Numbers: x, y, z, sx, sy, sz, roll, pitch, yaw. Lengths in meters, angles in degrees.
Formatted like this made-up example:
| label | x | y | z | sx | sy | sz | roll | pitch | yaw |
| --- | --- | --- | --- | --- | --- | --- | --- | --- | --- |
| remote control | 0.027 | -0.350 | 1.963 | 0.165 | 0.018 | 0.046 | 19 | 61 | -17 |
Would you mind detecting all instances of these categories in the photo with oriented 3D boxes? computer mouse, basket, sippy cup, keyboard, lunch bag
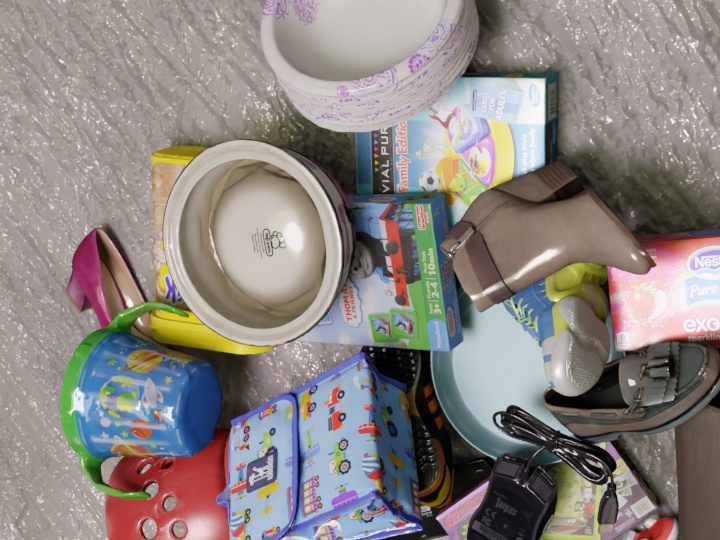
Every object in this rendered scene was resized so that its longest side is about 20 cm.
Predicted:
| label | x | y | z | sx | sy | sz | roll | pitch | yaw |
| --- | --- | --- | --- | --- | --- | --- | --- | --- | --- |
| computer mouse | 0.182 | 0.227 | 1.337 | 0.139 | 0.046 | 0.202 | 23 | 123 | 23 |
| basket | 0.361 | 0.201 | 1.266 | 0.178 | 0.136 | 0.203 | 10 | 111 | 17 |
| sippy cup | -0.216 | 0.133 | 1.412 | 0.129 | 0.140 | 0.180 | 5 | 113 | 23 |
| keyboard | 0.055 | 0.235 | 1.463 | 0.197 | 0.040 | 0.105 | -16 | 106 | 13 |
| lunch bag | -0.051 | 0.192 | 1.326 | 0.198 | 0.094 | 0.152 | -23 | 53 | 23 |

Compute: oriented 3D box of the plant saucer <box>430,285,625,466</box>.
| label | x | y | z | sx | sy | sz | roll | pitch | yaw |
| --- | --- | --- | --- | --- | --- | --- | --- | --- | --- |
| plant saucer | 0.166 | 0.090 | 1.364 | 0.197 | 0.027 | 0.203 | 1 | 92 | 23 |

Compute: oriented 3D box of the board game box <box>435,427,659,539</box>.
| label | x | y | z | sx | sy | sz | roll | pitch | yaw |
| --- | --- | --- | --- | --- | --- | --- | --- | --- | --- |
| board game box | 0.188 | 0.242 | 1.396 | 0.199 | 0.032 | 0.121 | -37 | 91 | 19 |

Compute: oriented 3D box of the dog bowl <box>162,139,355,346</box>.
| label | x | y | z | sx | sy | sz | roll | pitch | yaw |
| --- | --- | --- | --- | --- | --- | --- | --- | --- | --- |
| dog bowl | -0.092 | -0.031 | 1.347 | 0.197 | 0.074 | 0.203 | 6 | 104 | 24 |

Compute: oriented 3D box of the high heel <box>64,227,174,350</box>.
| label | x | y | z | sx | sy | sz | roll | pitch | yaw |
| --- | --- | --- | --- | --- | --- | --- | --- | --- | --- |
| high heel | -0.251 | 0.046 | 1.539 | 0.200 | 0.067 | 0.096 | 46 | 128 | 22 |

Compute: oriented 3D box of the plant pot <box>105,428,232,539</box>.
| label | x | y | z | sx | sy | sz | roll | pitch | yaw |
| --- | --- | --- | --- | --- | --- | --- | --- | --- | --- |
| plant pot | -0.146 | 0.260 | 1.478 | 0.181 | 0.200 | 0.202 | -25 | 92 | 19 |

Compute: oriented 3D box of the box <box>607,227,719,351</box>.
| label | x | y | z | sx | sy | sz | roll | pitch | yaw |
| --- | --- | --- | --- | --- | --- | --- | --- | --- | --- |
| box | 0.328 | 0.013 | 1.244 | 0.197 | 0.095 | 0.101 | -4 | 94 | 25 |

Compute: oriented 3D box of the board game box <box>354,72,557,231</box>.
| label | x | y | z | sx | sy | sz | roll | pitch | yaw |
| --- | --- | --- | --- | --- | --- | --- | --- | --- | --- |
| board game box | 0.092 | -0.116 | 1.350 | 0.197 | 0.047 | 0.153 | 4 | 105 | 23 |

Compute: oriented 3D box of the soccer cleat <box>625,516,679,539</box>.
| label | x | y | z | sx | sy | sz | roll | pitch | yaw |
| --- | --- | --- | --- | --- | --- | --- | --- | --- | --- |
| soccer cleat | 0.280 | 0.329 | 1.374 | 0.084 | 0.069 | 0.202 | 28 | 117 | 6 |

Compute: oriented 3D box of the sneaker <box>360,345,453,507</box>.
| label | x | y | z | sx | sy | sz | roll | pitch | yaw |
| --- | --- | --- | --- | --- | --- | --- | --- | --- | --- |
| sneaker | 0.051 | 0.148 | 1.404 | 0.069 | 0.090 | 0.202 | -21 | 54 | 13 |

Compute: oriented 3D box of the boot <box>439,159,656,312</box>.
| label | x | y | z | sx | sy | sz | roll | pitch | yaw |
| --- | --- | --- | --- | --- | --- | --- | --- | --- | --- |
| boot | 0.158 | -0.015 | 1.232 | 0.146 | 0.200 | 0.070 | -38 | 124 | 3 |

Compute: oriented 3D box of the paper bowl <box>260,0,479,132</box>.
| label | x | y | z | sx | sy | sz | roll | pitch | yaw |
| --- | --- | --- | --- | --- | --- | --- | --- | --- | --- |
| paper bowl | 0.014 | -0.219 | 1.296 | 0.198 | 0.105 | 0.203 | -10 | 57 | 15 |

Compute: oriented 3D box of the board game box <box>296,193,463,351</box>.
| label | x | y | z | sx | sy | sz | roll | pitch | yaw |
| --- | --- | --- | --- | --- | --- | --- | --- | --- | --- |
| board game box | 0.000 | 0.000 | 1.382 | 0.198 | 0.037 | 0.153 | 2 | 110 | 32 |

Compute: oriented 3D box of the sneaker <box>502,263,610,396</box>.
| label | x | y | z | sx | sy | sz | roll | pitch | yaw |
| --- | --- | --- | --- | --- | --- | --- | --- | --- | --- |
| sneaker | 0.173 | 0.044 | 1.268 | 0.104 | 0.201 | 0.076 | -17 | 122 | 32 |

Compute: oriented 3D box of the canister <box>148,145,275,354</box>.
| label | x | y | z | sx | sy | sz | roll | pitch | yaw |
| --- | --- | --- | --- | --- | --- | --- | --- | --- | --- |
| canister | -0.153 | -0.025 | 1.465 | 0.147 | 0.086 | 0.203 | 6 | 104 | 23 |

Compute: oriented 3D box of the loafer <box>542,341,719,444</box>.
| label | x | y | z | sx | sy | sz | roll | pitch | yaw |
| --- | --- | --- | --- | --- | --- | --- | --- | --- | --- |
| loafer | 0.240 | 0.108 | 1.235 | 0.062 | 0.073 | 0.200 | 28 | 147 | -20 |
